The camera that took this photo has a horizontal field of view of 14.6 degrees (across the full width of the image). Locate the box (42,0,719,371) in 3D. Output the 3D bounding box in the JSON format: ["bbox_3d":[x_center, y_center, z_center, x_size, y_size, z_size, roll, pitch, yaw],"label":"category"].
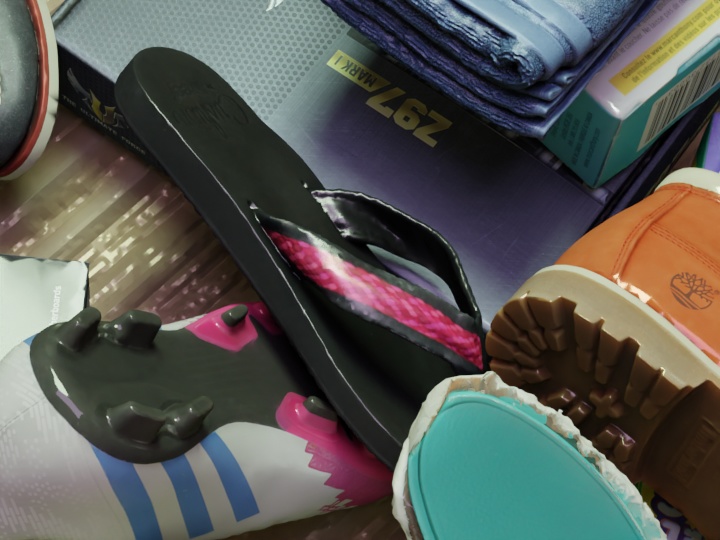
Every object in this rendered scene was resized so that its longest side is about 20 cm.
[{"bbox_3d":[0.013,-0.073,0.984,0.200,0.051,0.158,35,67,12],"label":"box"}]

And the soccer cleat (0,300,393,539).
[{"bbox_3d":[-0.057,0.054,0.876,0.086,0.200,0.070,-42,64,24],"label":"soccer cleat"}]

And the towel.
[{"bbox_3d":[0.070,-0.140,0.912,0.111,0.049,0.200,35,64,11],"label":"towel"}]

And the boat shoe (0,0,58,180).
[{"bbox_3d":[-0.168,-0.113,0.971,0.071,0.062,0.200,-43,61,26],"label":"boat shoe"}]

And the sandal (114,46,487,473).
[{"bbox_3d":[0.000,0.000,0.889,0.045,0.075,0.200,-41,86,22],"label":"sandal"}]

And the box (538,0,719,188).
[{"bbox_3d":[0.039,-0.126,0.956,0.082,0.049,0.200,-39,73,-24],"label":"box"}]

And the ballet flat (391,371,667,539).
[{"bbox_3d":[0.076,0.112,0.858,0.072,0.072,0.200,-45,102,-22],"label":"ballet flat"}]

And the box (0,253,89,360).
[{"bbox_3d":[-0.173,0.088,0.890,0.157,0.050,0.201,6,64,-2],"label":"box"}]

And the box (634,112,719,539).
[{"bbox_3d":[0.152,0.052,0.935,0.117,0.048,0.201,12,65,2],"label":"box"}]

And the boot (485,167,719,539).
[{"bbox_3d":[0.146,0.050,0.873,0.200,0.075,0.107,43,49,6],"label":"boot"}]
